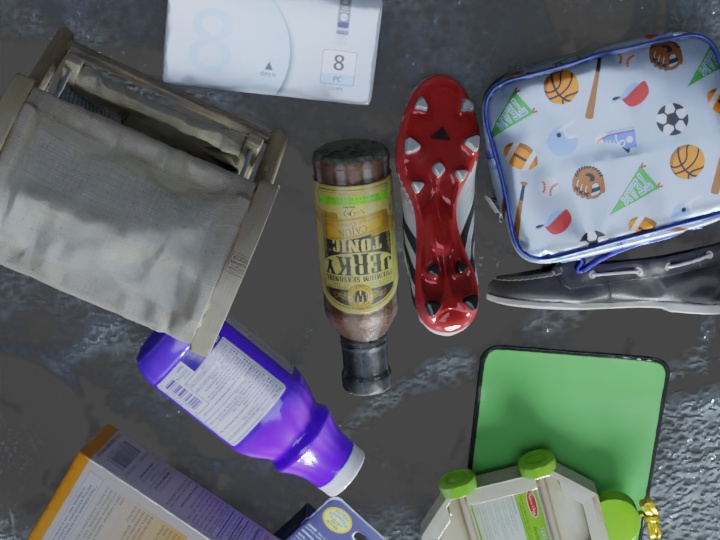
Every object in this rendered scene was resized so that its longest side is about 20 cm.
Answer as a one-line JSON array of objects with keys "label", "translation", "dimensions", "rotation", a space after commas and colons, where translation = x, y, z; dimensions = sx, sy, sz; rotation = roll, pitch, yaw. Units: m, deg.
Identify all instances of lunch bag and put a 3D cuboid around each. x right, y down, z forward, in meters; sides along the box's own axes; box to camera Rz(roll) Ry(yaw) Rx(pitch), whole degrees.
[{"label": "lunch bag", "translation": [0.188, -0.088, 1.129], "dimensions": [0.199, 0.076, 0.161], "rotation": [-14, 97, 6]}]

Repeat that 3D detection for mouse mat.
[{"label": "mouse mat", "translation": [0.171, 0.160, 1.265], "dimensions": [0.160, 0.008, 0.201], "rotation": [5, 109, -1]}]

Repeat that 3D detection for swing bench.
[{"label": "swing bench", "translation": [-0.169, -0.061, 1.084], "dimensions": [0.198, 0.200, 0.130], "rotation": [23, 108, -8]}]

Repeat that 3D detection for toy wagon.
[{"label": "toy wagon", "translation": [0.155, 0.227, 1.266], "dimensions": [0.199, 0.040, 0.156], "rotation": [-15, 110, 5]}]

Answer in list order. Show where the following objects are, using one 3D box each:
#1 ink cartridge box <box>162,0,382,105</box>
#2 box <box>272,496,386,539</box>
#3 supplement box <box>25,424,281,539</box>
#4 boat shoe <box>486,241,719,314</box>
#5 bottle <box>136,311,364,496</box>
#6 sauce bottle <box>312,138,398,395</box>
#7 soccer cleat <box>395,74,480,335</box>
[{"label": "ink cartridge box", "translation": [-0.060, -0.231, 1.104], "dimensions": [0.159, 0.047, 0.201], "rotation": [6, 112, -2]}, {"label": "box", "translation": [-0.050, 0.287, 1.296], "dimensions": [0.200, 0.032, 0.121], "rotation": [-42, 104, 15]}, {"label": "supplement box", "translation": [-0.169, 0.240, 1.240], "dimensions": [0.199, 0.074, 0.126], "rotation": [34, 107, 1]}, {"label": "boat shoe", "translation": [0.198, 0.002, 1.183], "dimensions": [0.198, 0.067, 0.057], "rotation": [2, 94, -5]}, {"label": "bottle", "translation": [-0.085, 0.107, 1.215], "dimensions": [0.200, 0.065, 0.084], "rotation": [39, 106, -13]}, {"label": "sauce bottle", "translation": [0.000, 0.000, 1.178], "dimensions": [0.064, 0.065, 0.201], "rotation": [-5, 110, 2]}, {"label": "soccer cleat", "translation": [0.058, -0.049, 1.161], "dimensions": [0.068, 0.085, 0.202], "rotation": [-4, 87, -11]}]
